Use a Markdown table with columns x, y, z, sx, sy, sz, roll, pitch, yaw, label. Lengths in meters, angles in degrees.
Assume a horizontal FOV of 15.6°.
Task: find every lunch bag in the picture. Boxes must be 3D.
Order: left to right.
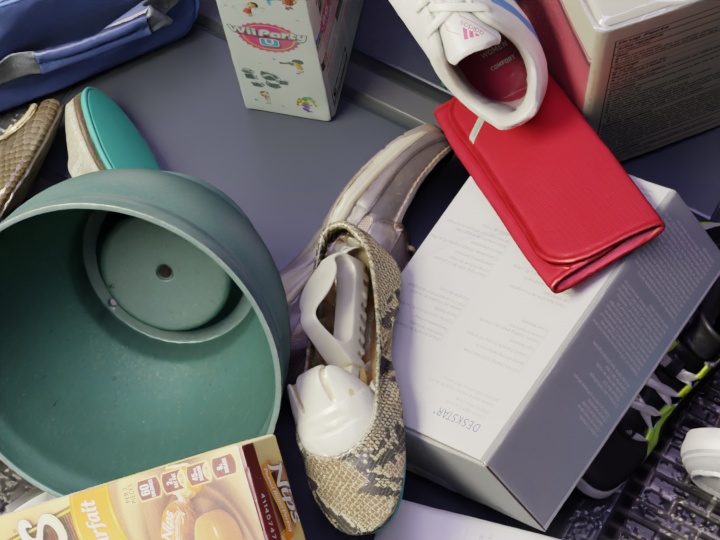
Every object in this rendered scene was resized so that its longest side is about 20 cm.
| x | y | z | sx | sy | sz | roll | pitch | yaw | label |
| --- | --- | --- | --- | --- | --- | --- | --- | --- | --- |
| -0.194 | -0.190 | 1.683 | 0.199 | 0.136 | 0.133 | -23 | 68 | -6 | lunch bag |

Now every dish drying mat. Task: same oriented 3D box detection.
| x | y | z | sx | sy | sz | roll | pitch | yaw | label |
| --- | --- | --- | --- | --- | --- | --- | --- | --- | --- |
| 0.107 | -0.062 | 1.559 | 0.077 | 0.018 | 0.200 | -30 | 38 | 0 | dish drying mat |

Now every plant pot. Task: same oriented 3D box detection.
| x | y | z | sx | sy | sz | roll | pitch | yaw | label |
| --- | --- | --- | --- | --- | --- | --- | --- | --- | --- |
| -0.127 | 0.022 | 1.525 | 0.199 | 0.201 | 0.134 | 9 | 29 | 8 | plant pot |

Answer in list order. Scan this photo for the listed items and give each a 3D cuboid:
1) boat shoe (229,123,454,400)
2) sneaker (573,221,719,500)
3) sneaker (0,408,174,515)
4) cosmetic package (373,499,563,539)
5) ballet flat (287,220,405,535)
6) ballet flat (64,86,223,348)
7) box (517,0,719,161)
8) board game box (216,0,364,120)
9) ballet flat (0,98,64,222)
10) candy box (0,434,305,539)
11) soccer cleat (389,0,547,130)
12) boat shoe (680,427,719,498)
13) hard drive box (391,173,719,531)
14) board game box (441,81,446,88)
| x | y | z | sx | sy | sz | roll | pitch | yaw | label |
| --- | --- | --- | --- | --- | --- | --- | --- | --- | --- |
| 0.000 | 0.000 | 1.633 | 0.073 | 0.075 | 0.200 | 38 | 83 | 6 | boat shoe |
| 0.181 | 0.045 | 1.574 | 0.072 | 0.083 | 0.201 | 37 | 72 | -17 | sneaker |
| -0.155 | 0.181 | 1.562 | 0.200 | 0.076 | 0.115 | -37 | 68 | -12 | sneaker |
| 0.098 | 0.211 | 1.532 | 0.199 | 0.071 | 0.102 | 14 | 70 | 10 | cosmetic package |
| -0.013 | 0.054 | 1.511 | 0.067 | 0.075 | 0.201 | -17 | 48 | 22 | ballet flat |
| -0.145 | -0.028 | 1.654 | 0.062 | 0.067 | 0.200 | -45 | 62 | 20 | ballet flat |
| 0.173 | -0.162 | 1.604 | 0.127 | 0.200 | 0.109 | -19 | 68 | -8 | box |
| -0.039 | -0.204 | 1.641 | 0.064 | 0.200 | 0.148 | 10 | 69 | 9 | board game box |
| -0.252 | -0.030 | 1.662 | 0.046 | 0.067 | 0.201 | 31 | 79 | 0 | ballet flat |
| -0.127 | 0.175 | 1.475 | 0.199 | 0.055 | 0.116 | -18 | 86 | 21 | candy box |
| 0.049 | -0.169 | 1.536 | 0.070 | 0.086 | 0.200 | -33 | 108 | 14 | soccer cleat |
| 0.276 | 0.156 | 1.547 | 0.199 | 0.072 | 0.069 | 25 | 72 | 4 | boat shoe |
| 0.095 | 0.033 | 1.561 | 0.156 | 0.077 | 0.200 | 22 | 70 | 48 | hard drive box |
| 0.047 | -0.236 | 1.683 | 0.034 | 0.135 | 0.201 | -11 | 68 | 1 | board game box |
